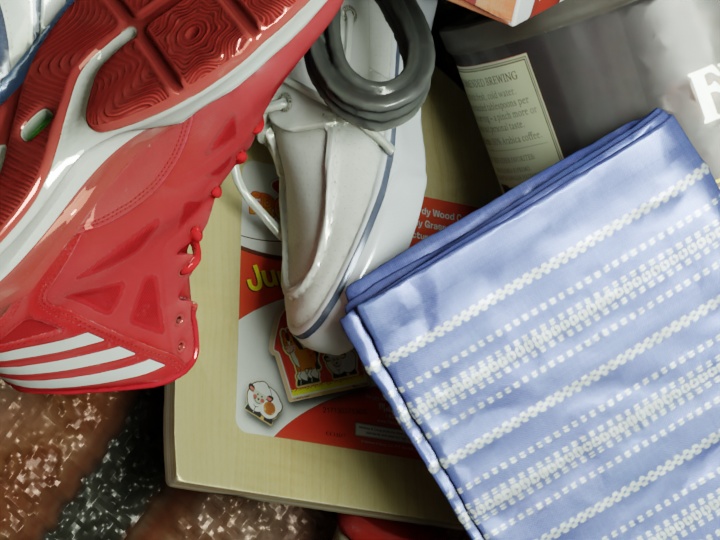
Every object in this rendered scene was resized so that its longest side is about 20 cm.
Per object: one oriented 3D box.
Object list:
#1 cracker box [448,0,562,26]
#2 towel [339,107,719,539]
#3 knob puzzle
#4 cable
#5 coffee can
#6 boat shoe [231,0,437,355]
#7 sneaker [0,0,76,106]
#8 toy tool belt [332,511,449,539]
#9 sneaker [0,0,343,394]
[{"bbox_3d":[0.092,-0.180,1.063,0.200,0.057,0.135,-31,140,-52],"label":"cracker box"},{"bbox_3d":[0.098,0.059,1.083,0.144,0.024,0.201,-31,100,-3],"label":"towel"},{"bbox_3d":[0.000,0.000,1.178,0.218,0.030,0.221,9,71,-28],"label":"knob puzzle"},{"bbox_3d":[-0.019,-0.136,1.116,0.097,0.050,0.201,-23,69,-25],"label":"cable"},{"bbox_3d":[0.132,-0.026,1.158,0.146,0.146,0.201,-25,99,-26],"label":"coffee can"},{"bbox_3d":[-0.022,-0.070,1.124,0.086,0.075,0.203,21,62,-24],"label":"boat shoe"},{"bbox_3d":[-0.121,-0.099,1.101,0.082,0.074,0.201,25,86,-25],"label":"sneaker"},{"bbox_3d":[0.066,0.180,1.169,0.199,0.125,0.124,21,107,5],"label":"toy tool belt"},{"bbox_3d":[-0.071,-0.036,1.070,0.200,0.078,0.116,-37,137,2],"label":"sneaker"}]
